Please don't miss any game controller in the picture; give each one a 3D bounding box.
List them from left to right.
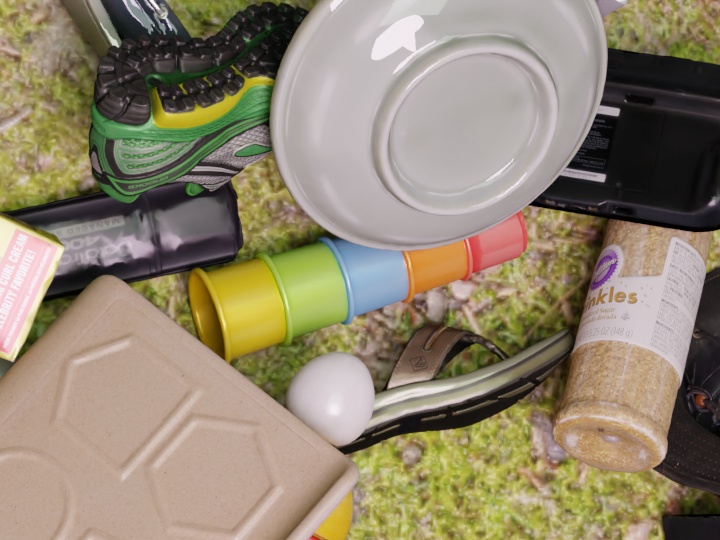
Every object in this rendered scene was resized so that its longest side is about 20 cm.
[{"bbox_3d":[0.133,-0.082,1.484,0.198,0.042,0.105,10,75,12],"label":"game controller"}]

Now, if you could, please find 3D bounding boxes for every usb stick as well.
[{"bbox_3d":[-0.163,-0.014,1.444,0.199,0.033,0.056,-13,95,-16],"label":"usb stick"}]

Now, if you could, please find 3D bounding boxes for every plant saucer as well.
[{"bbox_3d":[0.051,-0.087,1.381,0.199,0.050,0.201,-13,127,-17],"label":"plant saucer"}]

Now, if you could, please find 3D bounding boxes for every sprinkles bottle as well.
[{"bbox_3d":[0.165,0.016,1.477,0.068,0.068,0.201,23,60,-11],"label":"sprinkles bottle"}]

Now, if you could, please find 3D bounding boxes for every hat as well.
[{"bbox_3d":[0.249,0.086,1.507,0.200,0.201,0.081,-27,131,-15],"label":"hat"}]

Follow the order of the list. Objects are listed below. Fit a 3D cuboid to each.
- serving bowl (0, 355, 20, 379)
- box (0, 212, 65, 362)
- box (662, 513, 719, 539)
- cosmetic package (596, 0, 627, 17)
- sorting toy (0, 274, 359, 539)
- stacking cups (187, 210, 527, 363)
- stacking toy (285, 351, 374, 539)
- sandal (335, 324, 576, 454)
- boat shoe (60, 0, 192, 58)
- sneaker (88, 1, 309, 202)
[{"bbox_3d":[-0.235,0.131,1.395,0.198,0.066,0.202,1,84,-14],"label":"serving bowl"},{"bbox_3d":[-0.265,-0.024,1.371,0.199,0.050,0.076,26,90,-15],"label":"box"},{"bbox_3d":[0.291,0.240,1.494,0.198,0.124,0.198,0,83,-15],"label":"box"},{"bbox_3d":[0.139,-0.245,1.461,0.081,0.113,0.201,25,81,-11],"label":"cosmetic package"},{"bbox_3d":[-0.127,0.121,1.334,0.200,0.037,0.185,35,72,24],"label":"sorting toy"},{"bbox_3d":[0.000,0.000,1.478,0.199,0.060,0.061,-18,90,-21],"label":"stacking cups"},{"bbox_3d":[-0.054,0.134,1.389,0.145,0.146,0.201,28,86,-11],"label":"stacking toy"},{"bbox_3d":[0.034,0.062,1.468,0.200,0.080,0.058,-14,75,-15],"label":"sandal"},{"bbox_3d":[-0.133,-0.158,1.443,0.062,0.075,0.201,-31,94,-13],"label":"boat shoe"},{"bbox_3d":[-0.071,-0.092,1.412,0.199,0.086,0.078,-14,50,-37],"label":"sneaker"}]
